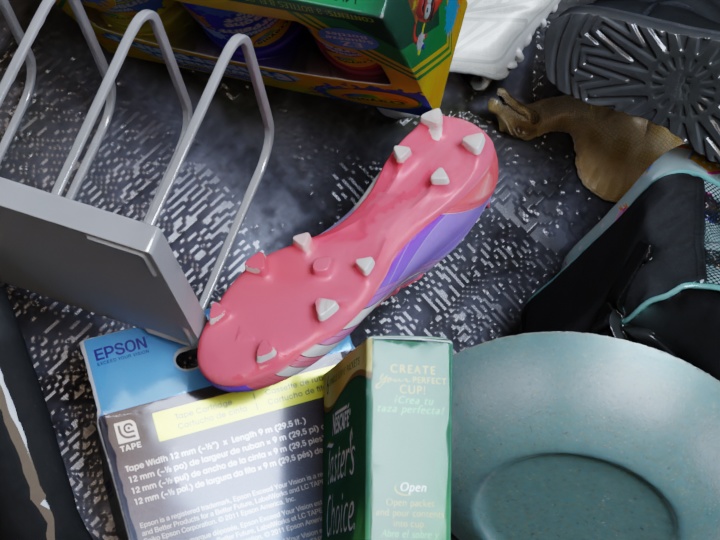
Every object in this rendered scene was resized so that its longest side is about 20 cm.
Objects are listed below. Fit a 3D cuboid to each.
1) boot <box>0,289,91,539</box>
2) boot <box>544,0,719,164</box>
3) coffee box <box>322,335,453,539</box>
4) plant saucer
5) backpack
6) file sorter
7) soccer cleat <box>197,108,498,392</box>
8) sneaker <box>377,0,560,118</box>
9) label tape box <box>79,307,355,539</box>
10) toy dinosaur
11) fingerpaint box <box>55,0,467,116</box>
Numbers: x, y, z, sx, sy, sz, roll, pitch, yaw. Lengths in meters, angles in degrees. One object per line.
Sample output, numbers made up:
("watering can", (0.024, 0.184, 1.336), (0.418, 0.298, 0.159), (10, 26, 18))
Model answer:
("boot", (-0.155, 0.103, 0.754), (0.065, 0.165, 0.201), (-12, 83, -30))
("boot", (0.210, -0.132, 0.859), (0.165, 0.066, 0.200), (27, 35, 17))
("coffee box", (0.010, 0.138, 0.746), (0.044, 0.123, 0.201), (3, 79, -10))
("plant saucer", (0.113, 0.115, 0.803), (0.201, 0.201, 0.039), (27, 44, -7))
("backpack", (0.203, 0.040, 0.843), (0.200, 0.176, 0.154), (27, 46, -11))
("file sorter", (-0.158, -0.066, 0.772), (0.199, 0.139, 0.125), (17, 71, 11))
("soccer cleat", (0.000, 0.000, 0.810), (0.067, 0.077, 0.200), (34, 69, 31))
("sneaker", (0.081, -0.156, 0.907), (0.200, 0.075, 0.081), (-27, 95, -7))
("label tape box", (-0.058, 0.120, 0.830), (0.143, 0.066, 0.201), (-14, 80, -15))
("toy dinosaur", (0.176, -0.085, 0.930), (0.199, 0.058, 0.101), (21, 92, -1))
("fingerpaint box", (-0.059, -0.148, 0.785), (0.199, 0.167, 0.074), (13, 83, 13))
